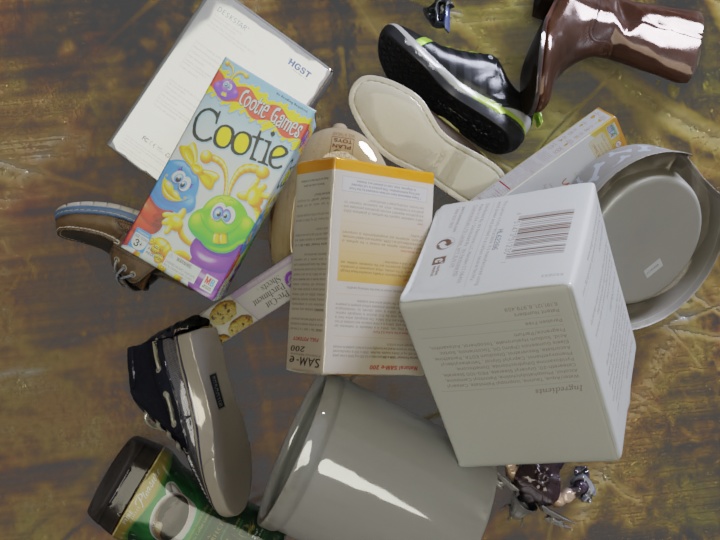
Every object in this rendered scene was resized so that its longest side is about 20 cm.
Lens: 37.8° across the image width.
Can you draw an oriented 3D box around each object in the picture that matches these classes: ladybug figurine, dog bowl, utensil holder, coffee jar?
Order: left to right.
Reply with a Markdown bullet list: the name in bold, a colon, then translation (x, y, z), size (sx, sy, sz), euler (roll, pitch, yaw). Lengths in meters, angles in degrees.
- **coffee jar**: translation (-0.180, 0.261, 1.098), size (0.198, 0.085, 0.105), euler (32, 82, -3)
- **ladybug figurine**: translation (-0.030, -0.053, 1.116), size (0.133, 0.072, 0.204), euler (9, 89, -2)
- **utensil holder**: translation (0.017, 0.219, 1.069), size (0.197, 0.170, 0.172), euler (26, 88, -7)
- **dog bowl**: translation (0.286, -0.039, 1.100), size (0.196, 0.059, 0.204), euler (-10, 120, -18)

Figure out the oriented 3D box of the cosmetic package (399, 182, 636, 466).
- **cosmetic package**: translation (0.157, 0.055, 0.999), size (0.163, 0.168, 0.203), euler (-8, 121, 25)

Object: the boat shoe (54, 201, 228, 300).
- **boat shoe**: translation (-0.228, -0.018, 1.098), size (0.196, 0.072, 0.074), euler (12, 73, -3)

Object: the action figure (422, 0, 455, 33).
- **action figure**: translation (0.057, -0.359, 1.112), size (0.189, 0.105, 0.204), euler (-6, 88, 6)

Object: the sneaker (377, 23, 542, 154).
- **sneaker**: translation (0.108, -0.207, 1.140), size (0.199, 0.072, 0.083), euler (38, 64, -3)

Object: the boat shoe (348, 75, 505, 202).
- **boat shoe**: translation (0.071, -0.136, 1.130), size (0.198, 0.060, 0.072), euler (35, 98, -1)

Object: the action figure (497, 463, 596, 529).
- **action figure**: translation (0.213, 0.188, 1.133), size (0.129, 0.069, 0.202), euler (31, 92, -9)

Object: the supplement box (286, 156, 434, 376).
- **supplement box**: translation (0.000, 0.000, 1.025), size (0.124, 0.073, 0.205), euler (6, 86, -35)

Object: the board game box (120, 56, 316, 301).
- **board game box**: translation (-0.133, -0.085, 1.019), size (0.104, 0.103, 0.202), euler (29, 88, -2)

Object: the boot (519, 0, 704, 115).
- **boot**: translation (0.277, -0.224, 1.123), size (0.196, 0.064, 0.190), euler (17, 69, -6)

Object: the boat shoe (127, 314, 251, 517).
- **boat shoe**: translation (-0.176, 0.153, 1.071), size (0.091, 0.074, 0.204), euler (-14, 86, 25)

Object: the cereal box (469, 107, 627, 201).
- **cereal box**: translation (0.207, -0.056, 1.115), size (0.199, 0.040, 0.145), euler (-36, 123, -4)

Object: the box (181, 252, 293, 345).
- **box**: translation (-0.129, 0.044, 1.088), size (0.198, 0.039, 0.042), euler (-31, 92, 22)

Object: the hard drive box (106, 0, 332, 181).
- **hard drive box**: translation (-0.145, -0.167, 1.109), size (0.155, 0.077, 0.202), euler (35, 88, -2)
